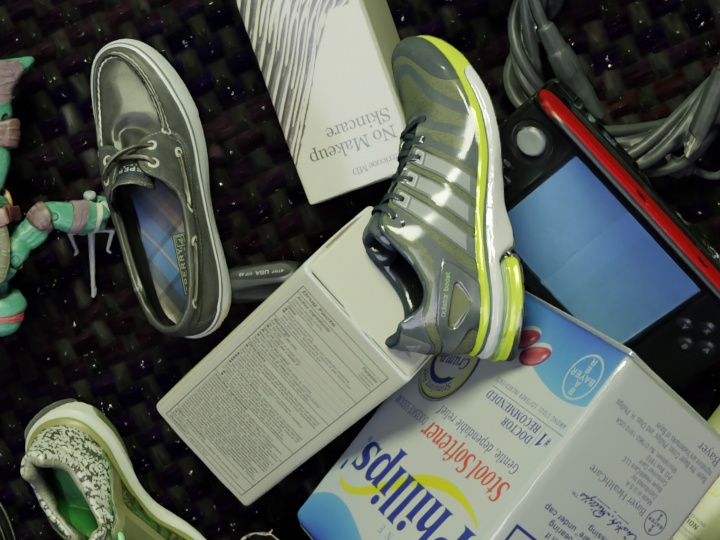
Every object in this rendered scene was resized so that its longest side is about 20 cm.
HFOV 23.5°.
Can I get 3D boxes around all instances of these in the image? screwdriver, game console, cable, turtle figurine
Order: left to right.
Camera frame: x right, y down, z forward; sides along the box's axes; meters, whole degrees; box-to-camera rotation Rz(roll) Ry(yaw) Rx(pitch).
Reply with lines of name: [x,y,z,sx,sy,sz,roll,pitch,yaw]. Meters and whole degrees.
turtle figurine: [-0.241,-0.033,1.138,0.148,0.101,0.202,-9,95,14]
screwdriver: [0.000,0.000,1.124,0.198,0.029,0.028,-8,116,14]
game console: [0.142,-0.003,1.019,0.200,0.119,0.172,47,131,-3]
cable: [0.172,-0.157,1.049,0.162,0.051,0.202,13,109,14]

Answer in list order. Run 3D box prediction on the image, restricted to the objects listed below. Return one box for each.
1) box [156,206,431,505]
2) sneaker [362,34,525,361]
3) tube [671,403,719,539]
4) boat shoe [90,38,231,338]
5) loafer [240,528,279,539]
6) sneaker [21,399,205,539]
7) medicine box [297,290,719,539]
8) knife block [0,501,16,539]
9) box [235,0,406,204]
box: [-0.034,0.057,1.076,0.095,0.078,0.200,48,136,-2]
sneaker: [0.039,-0.043,0.996,0.080,0.074,0.202,-5,71,-16]
tube: [0.235,0.123,1.096,0.058,0.052,0.200,31,105,-29]
boat shoe: [-0.138,-0.052,1.113,0.069,0.066,0.202,-12,91,18]
loafer: [-0.026,0.219,1.065,0.199,0.073,0.072,18,127,46]
sneaker: [-0.167,0.186,1.164,0.077,0.089,0.200,-39,93,17]
medicine box: [0.085,0.127,1.018,0.103,0.182,0.200,40,87,-27]
knife block: [-0.257,0.268,1.232,0.063,0.177,0.200,-10,145,15]
box: [-0.024,-0.151,1.076,0.082,0.068,0.202,-19,97,15]
